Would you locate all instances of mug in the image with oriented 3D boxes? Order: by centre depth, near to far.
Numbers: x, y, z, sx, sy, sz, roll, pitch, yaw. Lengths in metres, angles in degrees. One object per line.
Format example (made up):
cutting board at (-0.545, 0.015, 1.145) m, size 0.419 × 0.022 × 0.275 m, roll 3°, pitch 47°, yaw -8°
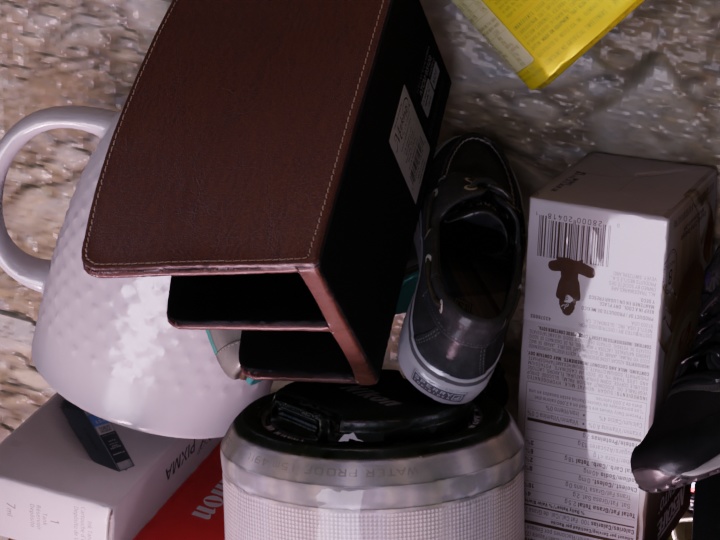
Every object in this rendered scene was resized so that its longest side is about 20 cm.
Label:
mug at (-0.127, -0.023, 1.095) m, size 0.198 × 0.148 × 0.177 m, roll 18°, pitch 110°, yaw 2°

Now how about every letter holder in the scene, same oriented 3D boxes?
letter holder at (-0.048, -0.053, 0.977) m, size 0.141 × 0.202 × 0.101 m, roll 0°, pitch 144°, yaw 22°

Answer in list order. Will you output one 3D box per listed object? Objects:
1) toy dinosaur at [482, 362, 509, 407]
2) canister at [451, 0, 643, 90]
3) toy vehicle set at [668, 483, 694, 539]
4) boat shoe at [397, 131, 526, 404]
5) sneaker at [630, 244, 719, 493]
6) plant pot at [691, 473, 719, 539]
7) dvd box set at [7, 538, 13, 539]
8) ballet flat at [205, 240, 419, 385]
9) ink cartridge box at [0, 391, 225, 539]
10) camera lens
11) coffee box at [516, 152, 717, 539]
toy dinosaur at (0.030, 0.135, 1.112) m, size 0.087 × 0.047 × 0.202 m, roll 13°, pitch 96°, yaw -10°
canister at (0.073, -0.211, 0.959) m, size 0.200 × 0.087 × 0.148 m, roll 47°, pitch 124°, yaw -4°
toy vehicle set at (0.221, 0.158, 1.101) m, size 0.198 × 0.027 × 0.125 m, roll -7°, pitch 110°, yaw 27°
boat shoe at (0.062, -0.015, 0.992) m, size 0.068 × 0.201 × 0.057 m, roll 19°, pitch 130°, yaw -9°
sneaker at (0.193, 0.034, 0.967) m, size 0.088 × 0.199 × 0.076 m, roll 57°, pitch 148°, yaw -5°
plant pot at (0.270, 0.160, 0.950) m, size 0.176 × 0.201 × 0.201 m, roll -13°, pitch 116°, yaw 20°
dvd box set at (-0.128, 0.236, 1.254) m, size 0.198 × 0.030 × 0.147 m, roll 11°, pitch 142°, yaw 23°
ballet flat at (0.000, 0.000, 1.045) m, size 0.064 × 0.199 × 0.067 m, roll 60°, pitch 151°, yaw 14°
ink cartridge box at (-0.107, 0.110, 1.123) m, size 0.174 × 0.200 × 0.045 m, roll 13°, pitch 118°, yaw 17°
camera lens at (0.008, 0.163, 0.983) m, size 0.158 × 0.160 × 0.203 m, roll 3°, pitch 102°, yaw 23°
coffee box at (0.138, 0.049, 1.018) m, size 0.079 × 0.114 × 0.202 m, roll 9°, pitch 110°, yaw 22°
